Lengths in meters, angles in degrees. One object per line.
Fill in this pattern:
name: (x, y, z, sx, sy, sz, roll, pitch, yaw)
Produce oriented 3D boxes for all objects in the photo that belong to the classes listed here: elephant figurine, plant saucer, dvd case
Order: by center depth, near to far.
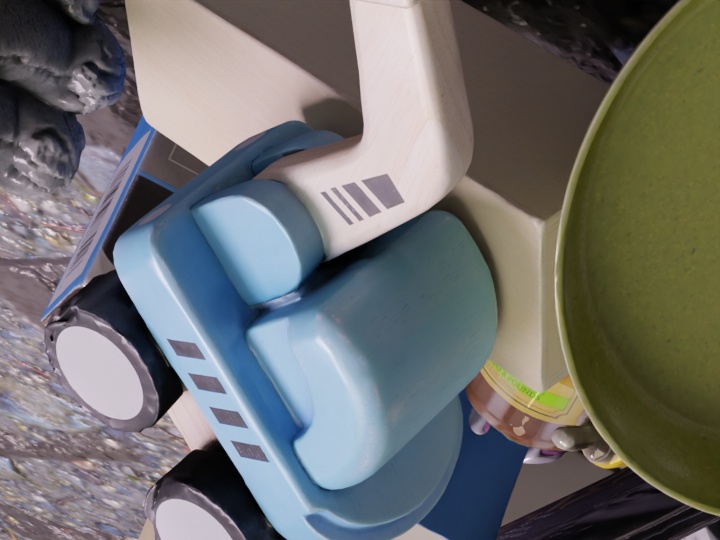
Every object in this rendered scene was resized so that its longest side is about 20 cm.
plant saucer: (0.145, -0.018, 0.716, 0.200, 0.200, 0.031, 38, -175, -29)
elephant figurine: (-0.173, -0.080, 0.833, 0.155, 0.142, 0.200, 0, -172, 18)
dvd case: (0.116, 0.096, 0.973, 0.149, 0.200, 0.016, -22, 89, 59)

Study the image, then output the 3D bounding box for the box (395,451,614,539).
box: (0.091, 0.131, 1.181, 0.200, 0.069, 0.082, 31, 155, -15)

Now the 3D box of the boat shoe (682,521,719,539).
boat shoe: (0.160, 0.139, 1.062, 0.074, 0.065, 0.202, 27, -174, -2)

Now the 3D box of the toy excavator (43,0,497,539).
toy excavator: (-0.006, -0.010, 0.705, 0.200, 0.100, 0.195, -17, 107, 47)

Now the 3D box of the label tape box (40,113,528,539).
label tape box: (0.000, 0.000, 0.903, 0.200, 0.145, 0.063, 29, 154, -13)

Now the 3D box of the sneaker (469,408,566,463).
sneaker: (0.010, 0.016, 1.018, 0.200, 0.081, 0.088, 32, 162, -6)

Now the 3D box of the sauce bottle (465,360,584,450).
sauce bottle: (0.094, -0.020, 0.818, 0.065, 0.065, 0.200, 24, 133, 0)

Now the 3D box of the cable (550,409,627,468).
cable: (0.147, 0.046, 0.834, 0.050, 0.097, 0.200, 56, -161, 25)

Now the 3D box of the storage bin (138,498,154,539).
storage bin: (-0.026, 0.207, 1.416, 0.198, 0.094, 0.200, 31, 155, -18)

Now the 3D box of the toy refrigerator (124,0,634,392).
toy refrigerator: (0.011, -0.051, 0.787, 0.200, 0.070, 0.076, 34, 145, 34)
